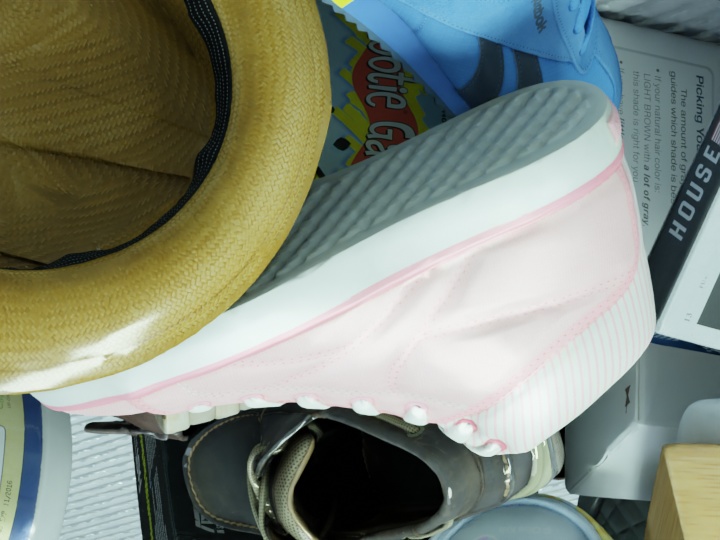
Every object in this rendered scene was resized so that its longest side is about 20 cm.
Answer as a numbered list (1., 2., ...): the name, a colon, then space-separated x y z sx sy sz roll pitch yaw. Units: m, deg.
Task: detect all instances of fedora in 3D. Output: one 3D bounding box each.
1. fedora: -0.111 -0.055 0.784 0.199 0.202 0.082 5 171 -10

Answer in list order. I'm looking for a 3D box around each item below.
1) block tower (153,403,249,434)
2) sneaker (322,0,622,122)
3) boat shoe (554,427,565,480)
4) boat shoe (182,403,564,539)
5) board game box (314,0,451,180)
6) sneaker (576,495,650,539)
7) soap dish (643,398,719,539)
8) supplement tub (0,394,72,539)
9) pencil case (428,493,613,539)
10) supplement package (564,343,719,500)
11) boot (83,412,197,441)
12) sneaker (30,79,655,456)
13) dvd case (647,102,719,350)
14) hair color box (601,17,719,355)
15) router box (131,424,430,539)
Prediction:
1. block tower: 0.000 0.000 0.991 0.199 0.058 0.054 -15 132 -19
2. sneaker: 0.047 -0.093 0.819 0.078 0.066 0.200 -20 149 23
3. boat shoe: 0.091 0.065 1.270 0.070 0.071 0.200 0 162 3
4. boat shoe: -0.012 0.071 1.030 0.073 0.075 0.200 -26 -174 -41
5. board game box: -0.075 -0.053 0.894 0.199 0.105 0.103 5 160 -12
6. sneaker: 0.190 0.085 1.232 0.200 0.075 0.084 -36 153 21
7. soap dish: 0.185 0.108 0.989 0.156 0.082 0.200 2 163 4
8. supplement tub: -0.252 0.091 1.260 0.199 0.145 0.144 13 158 -29
9. pencil case: 0.084 0.170 1.097 0.090 0.083 0.200 -17 142 6
10. supplement package: 0.192 0.028 1.074 0.199 0.120 0.121 5 163 -9
11. boot: -0.143 0.008 1.040 0.166 0.073 0.200 27 180 13
12. sneaker: -0.001 0.024 0.825 0.199 0.075 0.105 -21 119 3
13. dvd case: 0.200 -0.029 0.903 0.199 0.151 0.025 14 -163 -32
14. hair color box: 0.120 -0.026 0.958 0.199 0.101 0.060 10 160 -22
15. router box: -0.024 0.097 1.204 0.149 0.200 0.062 5 118 -12
